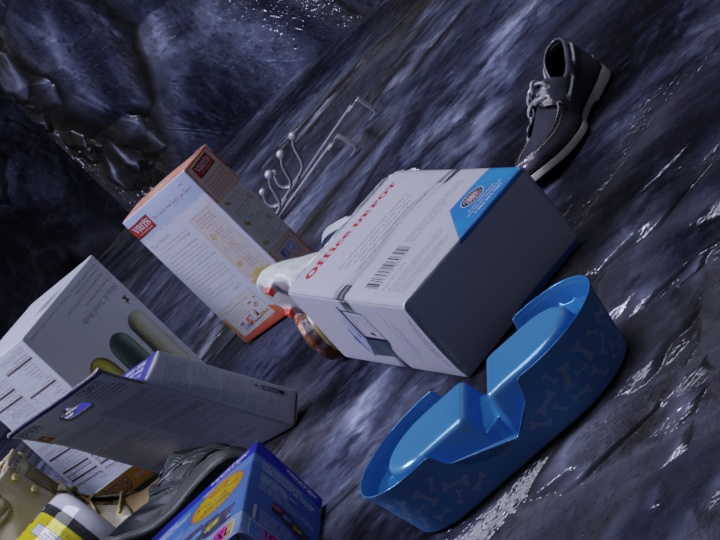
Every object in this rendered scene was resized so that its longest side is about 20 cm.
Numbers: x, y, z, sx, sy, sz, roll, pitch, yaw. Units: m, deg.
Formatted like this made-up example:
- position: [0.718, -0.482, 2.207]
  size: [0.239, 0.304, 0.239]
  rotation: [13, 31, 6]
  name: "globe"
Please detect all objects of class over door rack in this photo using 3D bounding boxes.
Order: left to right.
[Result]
- position: [-0.076, -0.162, 2.715]
  size: [0.200, 0.067, 0.148]
  rotation: [-40, 13, 28]
  name: "over door rack"

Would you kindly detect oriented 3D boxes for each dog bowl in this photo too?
- position: [0.086, 0.089, 1.217]
  size: [0.200, 0.050, 0.112]
  rotation: [-42, 11, 14]
  name: "dog bowl"

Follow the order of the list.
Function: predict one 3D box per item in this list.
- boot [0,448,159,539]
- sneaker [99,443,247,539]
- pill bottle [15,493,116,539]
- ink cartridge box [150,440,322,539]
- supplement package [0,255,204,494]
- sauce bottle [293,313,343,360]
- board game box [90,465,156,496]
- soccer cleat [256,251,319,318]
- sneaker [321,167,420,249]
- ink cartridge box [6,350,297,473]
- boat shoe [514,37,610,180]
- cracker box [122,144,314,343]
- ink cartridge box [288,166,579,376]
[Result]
- position: [-0.261, 0.213, 1.783]
  size: [0.200, 0.155, 0.073]
  rotation: [-44, 11, 10]
  name: "boot"
- position: [-0.165, 0.219, 1.631]
  size: [0.199, 0.076, 0.114]
  rotation: [-43, 9, -1]
  name: "sneaker"
- position: [-0.284, 0.301, 1.664]
  size: [0.200, 0.112, 0.112]
  rotation: [-49, 11, -19]
  name: "pill bottle"
- position: [-0.100, 0.214, 1.402]
  size: [0.136, 0.076, 0.200]
  rotation: [-43, 9, 12]
  name: "ink cartridge box"
- position: [-0.300, 0.123, 2.148]
  size: [0.151, 0.200, 0.152]
  rotation: [-33, 16, 46]
  name: "supplement package"
- position: [0.027, -0.003, 1.738]
  size: [0.200, 0.066, 0.066]
  rotation: [-44, 11, 17]
  name: "sauce bottle"
- position: [-0.256, 0.232, 1.932]
  size: [0.095, 0.030, 0.200]
  rotation: [-40, 0, 29]
  name: "board game box"
- position: [0.000, 0.000, 1.686]
  size: [0.200, 0.069, 0.078]
  rotation: [-4, 55, 33]
  name: "soccer cleat"
- position: [0.023, -0.027, 1.867]
  size: [0.200, 0.076, 0.081]
  rotation: [-41, 22, 47]
  name: "sneaker"
- position: [-0.191, 0.129, 1.750]
  size: [0.199, 0.200, 0.041]
  rotation: [-32, 48, 49]
  name: "ink cartridge box"
- position: [0.168, -0.145, 1.733]
  size: [0.073, 0.063, 0.200]
  rotation: [-37, 14, 39]
  name: "boat shoe"
- position: [-0.149, -0.028, 2.135]
  size: [0.134, 0.200, 0.058]
  rotation: [-34, 16, 44]
  name: "cracker box"
- position: [0.053, -0.003, 1.503]
  size: [0.147, 0.086, 0.200]
  rotation: [-49, 20, -17]
  name: "ink cartridge box"
